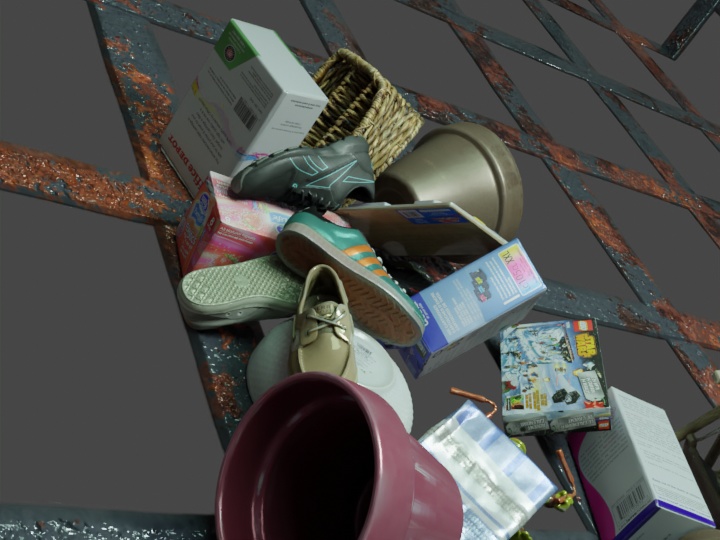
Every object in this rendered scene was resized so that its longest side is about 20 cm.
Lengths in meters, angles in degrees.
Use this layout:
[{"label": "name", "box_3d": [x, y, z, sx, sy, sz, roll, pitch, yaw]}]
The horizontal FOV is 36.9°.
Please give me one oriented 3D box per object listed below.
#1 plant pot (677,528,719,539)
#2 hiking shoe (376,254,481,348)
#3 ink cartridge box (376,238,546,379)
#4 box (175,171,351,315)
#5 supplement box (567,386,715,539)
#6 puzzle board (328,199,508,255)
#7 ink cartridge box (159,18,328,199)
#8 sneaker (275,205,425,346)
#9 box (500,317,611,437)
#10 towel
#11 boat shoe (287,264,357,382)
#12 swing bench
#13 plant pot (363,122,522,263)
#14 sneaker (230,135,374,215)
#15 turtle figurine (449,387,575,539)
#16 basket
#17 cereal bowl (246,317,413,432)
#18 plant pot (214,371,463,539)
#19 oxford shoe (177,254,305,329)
[{"label": "plant pot", "box_3d": [0.407, 0.378, 1.204, 0.198, 0.202, 0.175, 31, 12, -8]}, {"label": "hiking shoe", "box_3d": [0.085, 0.031, 1.438, 0.198, 0.076, 0.101, 28, 33, -14]}, {"label": "ink cartridge box", "box_3d": [0.113, 0.056, 1.309, 0.198, 0.137, 0.077, -30, 76, -14]}, {"label": "box", "box_3d": [-0.108, -0.026, 1.285, 0.198, 0.103, 0.095, 18, 33, -31]}, {"label": "supplement box", "box_3d": [0.349, 0.262, 1.365, 0.102, 0.102, 0.202, 22, 32, -23]}, {"label": "puzzle board", "box_3d": [0.072, -0.053, 1.343, 0.150, 0.198, 0.018, 31, 66, -46]}, {"label": "ink cartridge box", "box_3d": [-0.152, -0.188, 1.371, 0.083, 0.201, 0.145, 2, 43, -49]}, {"label": "sneaker", "box_3d": [0.000, 0.000, 1.218, 0.199, 0.071, 0.080, 40, 42, -7]}, {"label": "box", "box_3d": [0.253, 0.138, 1.425, 0.134, 0.040, 0.201, -6, 30, 10]}, {"label": "towel", "box_3d": [0.104, 0.234, 1.148, 0.199, 0.024, 0.147, -31, 66, -37]}, {"label": "boat shoe", "box_3d": [-0.039, 0.063, 1.101, 0.071, 0.066, 0.201, -1, 29, -1]}, {"label": "swing bench", "box_3d": [0.475, 0.276, 1.379, 0.128, 0.201, 0.200, 22, 32, -23]}, {"label": "plant pot", "box_3d": [0.102, -0.095, 1.517, 0.173, 0.201, 0.201, -18, 59, -44]}, {"label": "sneaker", "box_3d": [-0.059, -0.105, 1.267, 0.198, 0.075, 0.081, -16, 87, -35]}, {"label": "turtle figurine", "box_3d": [0.158, 0.237, 1.234, 0.199, 0.064, 0.162, 41, 36, -9]}, {"label": "basket", "box_3d": [-0.035, -0.174, 1.411, 0.149, 0.200, 0.143, 44, 2, -10]}, {"label": "cereal bowl", "box_3d": [-0.022, 0.122, 1.187, 0.198, 0.084, 0.201, 25, 31, -17]}, {"label": "plant pot", "box_3d": [-0.005, 0.214, 0.984, 0.178, 0.200, 0.201, 29, 26, -44]}, {"label": "oxford shoe", "box_3d": [-0.114, 0.028, 1.210, 0.197, 0.058, 0.076, -6, 54, -29]}]
